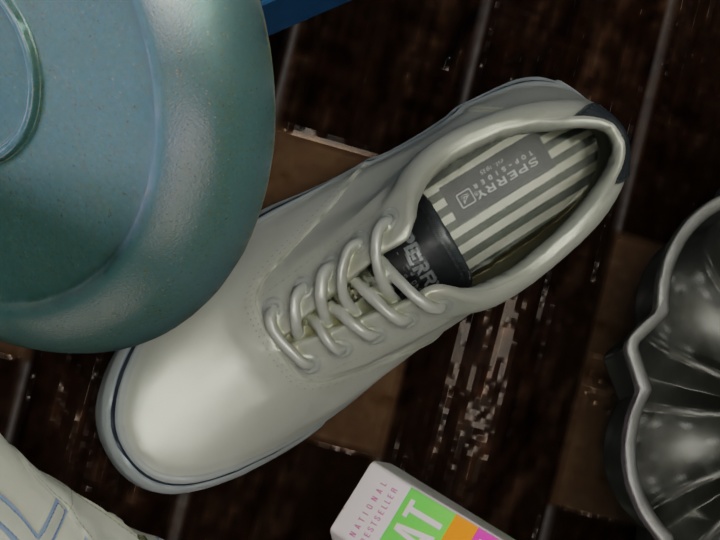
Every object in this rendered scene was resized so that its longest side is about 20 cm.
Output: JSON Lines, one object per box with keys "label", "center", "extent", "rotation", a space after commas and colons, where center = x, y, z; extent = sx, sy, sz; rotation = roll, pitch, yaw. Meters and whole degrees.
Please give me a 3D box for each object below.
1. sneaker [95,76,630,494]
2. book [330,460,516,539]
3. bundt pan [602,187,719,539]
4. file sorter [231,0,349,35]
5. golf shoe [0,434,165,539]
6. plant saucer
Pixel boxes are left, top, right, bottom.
{"label": "sneaker", "center": [0.000, 0.000, 0.885], "extent": [0.200, 0.071, 0.073], "rotation": [-38, 97, -10]}
{"label": "book", "center": [0.090, 0.132, 0.833], "extent": [0.199, 0.134, 0.048], "rotation": [30, 82, 18]}
{"label": "bundt pan", "center": [0.168, 0.051, 0.914], "extent": [0.200, 0.076, 0.203], "rotation": [1, 85, -14]}
{"label": "file sorter", "center": [0.017, -0.162, 0.853], "extent": [0.199, 0.139, 0.123], "rotation": [-24, 92, -13]}
{"label": "golf shoe", "center": [-0.107, 0.091, 0.874], "extent": [0.097, 0.078, 0.201], "rotation": [-23, 101, -28]}
{"label": "plant saucer", "center": [-0.113, -0.065, 0.810], "extent": [0.027, 0.199, 0.201], "rotation": [-32, 98, -50]}
